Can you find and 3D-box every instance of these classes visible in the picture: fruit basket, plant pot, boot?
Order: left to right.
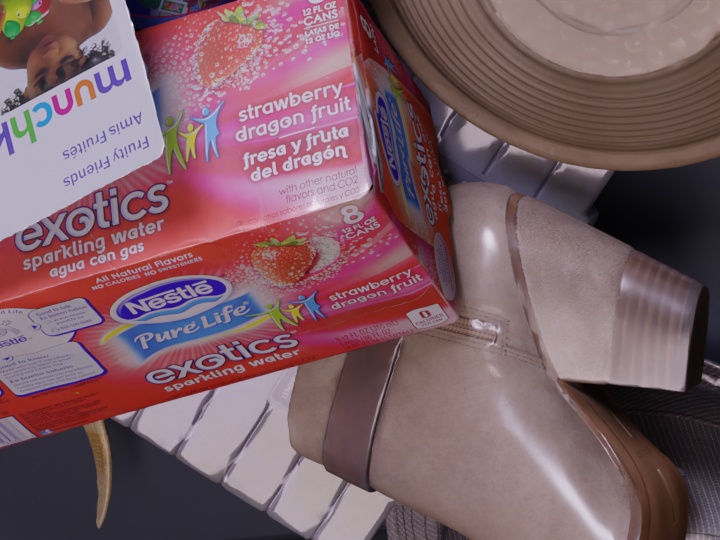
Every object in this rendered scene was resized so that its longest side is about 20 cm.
[{"bbox_3d":[-0.169,-0.089,0.978,0.185,0.201,0.094,-25,151,18],"label":"fruit basket"},{"bbox_3d":[0.044,0.070,1.048,0.145,0.070,0.201,8,86,19],"label":"boot"},{"bbox_3d":[0.088,-0.124,0.989,0.200,0.093,0.202,3,108,9],"label":"plant pot"}]

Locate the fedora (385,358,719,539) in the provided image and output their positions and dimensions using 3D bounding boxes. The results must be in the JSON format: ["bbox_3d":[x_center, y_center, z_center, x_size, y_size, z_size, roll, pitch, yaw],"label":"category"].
[{"bbox_3d":[0.097,0.120,1.121,0.199,0.090,0.178,6,117,10],"label":"fedora"}]

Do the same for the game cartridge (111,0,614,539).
[{"bbox_3d":[0.000,0.000,1.100,0.129,0.038,0.200,31,105,-8],"label":"game cartridge"}]

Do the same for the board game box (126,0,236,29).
[{"bbox_3d":[-0.066,-0.186,1.035,0.134,0.045,0.201,18,118,4],"label":"board game box"}]

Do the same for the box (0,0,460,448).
[{"bbox_3d":[-0.075,-0.017,1.017,0.199,0.096,0.100,-16,149,14],"label":"box"}]

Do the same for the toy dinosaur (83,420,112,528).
[{"bbox_3d":[-0.136,0.001,1.149,0.200,0.058,0.101,47,130,-12],"label":"toy dinosaur"}]
